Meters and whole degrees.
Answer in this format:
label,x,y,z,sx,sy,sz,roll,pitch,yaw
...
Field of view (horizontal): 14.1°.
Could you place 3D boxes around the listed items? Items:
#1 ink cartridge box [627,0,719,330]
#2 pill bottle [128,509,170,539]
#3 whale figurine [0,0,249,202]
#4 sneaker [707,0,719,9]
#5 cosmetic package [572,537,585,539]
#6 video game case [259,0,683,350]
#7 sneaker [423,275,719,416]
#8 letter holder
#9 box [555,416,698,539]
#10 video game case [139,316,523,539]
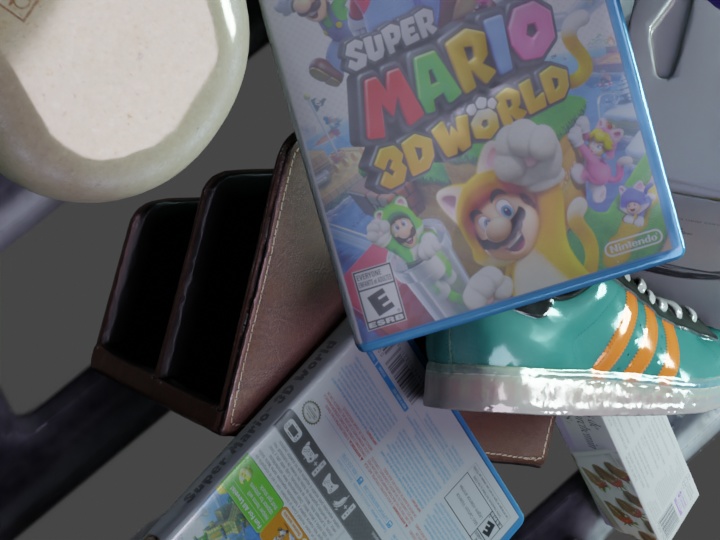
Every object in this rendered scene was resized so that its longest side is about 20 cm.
label,x,y,z,sx,sy,sz,roll,pitch,yaw
ink cartridge box,0.166,-0.060,1.356,0.200,0.083,0.147,71,31,-68
pill bottle,-0.045,0.213,1.352,0.111,0.111,0.201,-28,123,-29
whale figurine,-0.142,-0.115,1.168,0.199,0.104,0.160,33,85,-18
sneaker,0.120,-0.181,1.245,0.088,0.201,0.081,1,133,-27
cosmetic package,0.126,0.256,1.522,0.087,0.103,0.201,-27,124,-29
video game case,0.040,-0.083,1.200,0.142,0.018,0.201,-16,97,-3
sneaker,0.106,0.023,1.300,0.199,0.071,0.081,1,92,-49
letter holder,0.000,0.000,1.316,0.199,0.100,0.143,9,99,-42
box,0.126,0.076,1.456,0.042,0.039,0.200,-57,149,-17
video game case,-0.024,0.129,1.253,0.200,0.018,0.143,-47,126,-21
